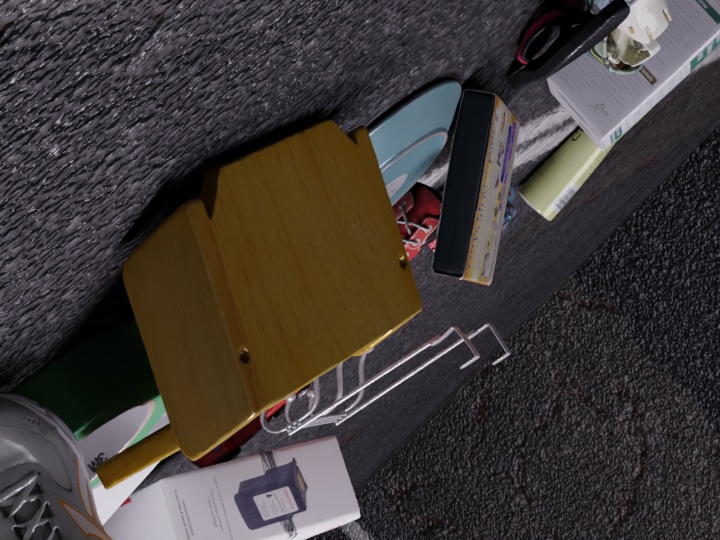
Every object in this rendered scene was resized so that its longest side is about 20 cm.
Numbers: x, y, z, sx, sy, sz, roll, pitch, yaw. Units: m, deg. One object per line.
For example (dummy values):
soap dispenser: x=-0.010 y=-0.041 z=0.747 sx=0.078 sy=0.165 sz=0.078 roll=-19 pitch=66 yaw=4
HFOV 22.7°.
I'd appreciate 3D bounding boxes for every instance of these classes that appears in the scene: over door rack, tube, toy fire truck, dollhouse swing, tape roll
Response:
over door rack: x=0.019 y=0.082 z=1.573 sx=0.199 sy=0.067 sz=0.148 roll=-22 pitch=174 yaw=16
tube: x=0.259 y=-0.145 z=1.999 sx=0.200 sy=0.058 sz=0.052 roll=-48 pitch=128 yaw=9
toy fire truck: x=-0.092 y=0.106 z=1.638 sx=0.200 sy=0.049 sz=0.141 roll=-42 pitch=171 yaw=4
dollhouse swing: x=-0.091 y=0.023 z=1.144 sx=0.175 sy=0.183 sz=0.200 roll=-11 pitch=-169 yaw=36
tape roll: x=-0.210 y=0.121 z=1.212 sx=0.200 sy=0.048 sz=0.201 roll=-41 pitch=171 yaw=-8

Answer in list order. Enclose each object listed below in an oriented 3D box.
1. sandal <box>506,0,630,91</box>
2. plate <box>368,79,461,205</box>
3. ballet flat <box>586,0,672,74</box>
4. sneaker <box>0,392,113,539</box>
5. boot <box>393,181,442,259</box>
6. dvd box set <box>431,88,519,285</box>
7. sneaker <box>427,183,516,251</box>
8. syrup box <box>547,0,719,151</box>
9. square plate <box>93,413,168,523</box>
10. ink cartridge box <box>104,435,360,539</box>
sandal: x=0.149 y=-0.181 z=1.397 sx=0.075 sy=0.045 sz=0.200 roll=-35 pitch=-176 yaw=-12
plate: x=0.008 y=-0.065 z=1.353 sx=0.200 sy=0.026 sz=0.200 roll=-42 pitch=170 yaw=-9
ballet flat: x=0.223 y=-0.210 z=1.468 sx=0.074 sy=0.074 sz=0.200 roll=-42 pitch=171 yaw=-3
sneaker: x=-0.183 y=0.164 z=1.081 sx=0.075 sy=0.201 sz=0.092 roll=-29 pitch=-152 yaw=-2
boot: x=0.000 y=0.000 z=1.424 sx=0.144 sy=0.072 sz=0.200 roll=-43 pitch=-176 yaw=33
dvd box set: x=0.096 y=-0.063 z=1.469 sx=0.200 sy=0.029 sz=0.148 roll=5 pitch=94 yaw=-80
sneaker: x=0.102 y=-0.054 z=1.699 sx=0.096 sy=0.079 sz=0.200 roll=-52 pitch=179 yaw=3
syrup box: x=0.267 y=-0.207 z=1.620 sx=0.200 sy=0.082 sz=0.079 roll=-42 pitch=172 yaw=4
square plate: x=-0.244 y=0.203 z=1.507 sx=0.200 sy=0.028 sz=0.198 roll=-48 pitch=170 yaw=28
ink cartridge box: x=-0.123 y=0.228 z=1.680 sx=0.199 sy=0.085 sz=0.145 roll=-10 pitch=168 yaw=-37
